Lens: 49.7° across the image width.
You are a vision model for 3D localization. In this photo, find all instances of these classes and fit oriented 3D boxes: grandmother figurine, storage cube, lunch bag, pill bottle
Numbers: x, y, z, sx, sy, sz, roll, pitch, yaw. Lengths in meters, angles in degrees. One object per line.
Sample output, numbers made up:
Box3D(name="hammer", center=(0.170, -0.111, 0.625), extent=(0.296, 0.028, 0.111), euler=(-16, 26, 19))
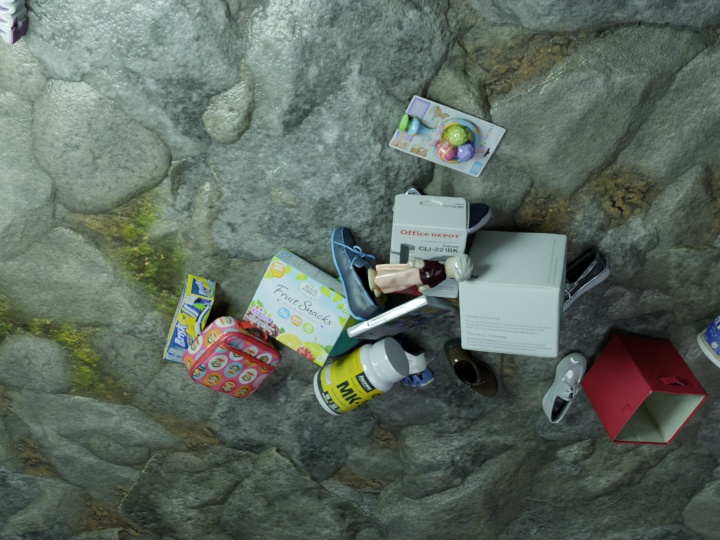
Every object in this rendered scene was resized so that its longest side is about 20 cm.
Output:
Box3D(name="grandmother figurine", center=(0.117, 0.005, 1.482), extent=(0.198, 0.061, 0.121), euler=(-10, 164, 14))
Box3D(name="storage cube", center=(0.651, 0.277, 1.806), extent=(0.169, 0.181, 0.201), euler=(7, 128, -21))
Box3D(name="lunch bag", center=(-0.275, 0.186, 1.727), extent=(0.176, 0.082, 0.200), euler=(-46, 139, 8))
Box3D(name="pill bottle", center=(0.877, 0.127, 1.757), extent=(0.119, 0.120, 0.201), euler=(24, 122, -20))
Box3D(name="pill bottle", center=(0.003, 0.233, 1.725), extent=(0.199, 0.115, 0.114), euler=(-32, 123, 25))

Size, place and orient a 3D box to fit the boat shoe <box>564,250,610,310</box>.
Box3D(name="boat shoe", center=(0.445, 0.032, 1.687), extent=(0.199, 0.074, 0.068), euler=(-36, 126, 21))

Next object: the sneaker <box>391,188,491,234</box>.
Box3D(name="sneaker", center=(0.158, -0.119, 1.561), extent=(0.198, 0.070, 0.109), euler=(-16, 128, 12))

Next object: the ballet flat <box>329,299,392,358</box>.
Box3D(name="ballet flat", center=(-0.003, 0.128, 1.741), extent=(0.073, 0.073, 0.200), euler=(38, 111, -27))

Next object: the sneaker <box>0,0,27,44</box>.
Box3D(name="sneaker", center=(-0.588, -0.469, 1.250), extent=(0.088, 0.081, 0.201), euler=(18, 126, -7))

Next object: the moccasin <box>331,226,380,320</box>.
Box3D(name="moccasin", center=(0.000, 0.000, 1.576), extent=(0.068, 0.202, 0.080), euler=(-28, 162, 33))

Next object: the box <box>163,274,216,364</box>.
Box3D(name="box", center=(-0.375, 0.109, 1.701), extent=(0.064, 0.070, 0.201), euler=(16, 125, -17))

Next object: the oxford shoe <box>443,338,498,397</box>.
Box3D(name="oxford shoe", center=(0.265, 0.252, 1.840), extent=(0.072, 0.085, 0.200), euler=(-35, 123, 20))

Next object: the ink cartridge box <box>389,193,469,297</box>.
Box3D(name="ink cartridge box", center=(0.131, -0.045, 1.526), extent=(0.143, 0.084, 0.201), euler=(4, 137, 3))

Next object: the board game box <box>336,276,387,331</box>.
Box3D(name="board game box", center=(-0.051, 0.079, 1.686), extent=(0.199, 0.048, 0.102), euler=(-35, 93, 21))

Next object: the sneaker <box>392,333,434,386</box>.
Box3D(name="sneaker", center=(0.069, 0.202, 1.801), extent=(0.197, 0.081, 0.116), euler=(-5, 105, 19))

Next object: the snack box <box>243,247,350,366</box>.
Box3D(name="snack box", center=(-0.122, 0.077, 1.639), extent=(0.199, 0.068, 0.170), euler=(31, 113, 1))

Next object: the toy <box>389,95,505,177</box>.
Box3D(name="toy", center=(0.167, -0.244, 1.479), extent=(0.198, 0.047, 0.116), euler=(18, 126, -16))

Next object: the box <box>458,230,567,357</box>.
Box3D(name="box", center=(0.312, 0.042, 1.575), extent=(0.198, 0.200, 0.173), euler=(3, 125, 18))

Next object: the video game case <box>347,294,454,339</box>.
Box3D(name="video game case", center=(0.088, 0.101, 1.633), extent=(0.181, 0.024, 0.200), euler=(-25, 165, 18))

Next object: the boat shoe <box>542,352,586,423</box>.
Box3D(name="boat shoe", center=(0.497, 0.289, 1.890), extent=(0.071, 0.069, 0.201), euler=(14, 125, -13))
